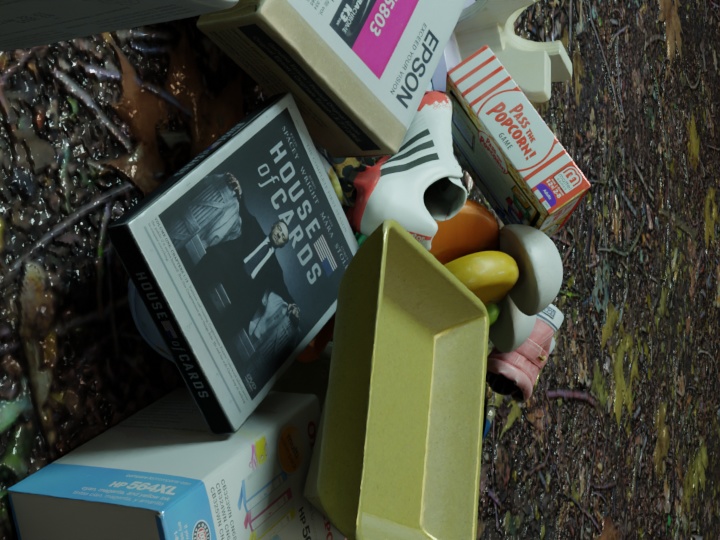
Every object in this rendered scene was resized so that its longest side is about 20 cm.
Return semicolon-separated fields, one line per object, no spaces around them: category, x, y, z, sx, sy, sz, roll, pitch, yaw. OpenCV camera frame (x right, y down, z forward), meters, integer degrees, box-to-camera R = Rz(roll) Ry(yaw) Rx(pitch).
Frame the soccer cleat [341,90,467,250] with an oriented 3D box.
soccer cleat;0.052;-0.082;0.863;0.200;0.085;0.069;-55;166;-51

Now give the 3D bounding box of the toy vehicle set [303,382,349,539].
toy vehicle set;0.016;0.097;0.781;0.124;0.026;0.201;55;40;-48

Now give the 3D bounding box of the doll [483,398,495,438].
doll;0.114;0.146;1.164;0.136;0.048;0.202;26;67;-60

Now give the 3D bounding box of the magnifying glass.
magnifying glass;0.000;0.000;0.860;0.022;0.079;0.200;50;46;-19

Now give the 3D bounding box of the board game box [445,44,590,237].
board game box;0.136;-0.103;0.986;0.152;0.046;0.200;56;-2;8

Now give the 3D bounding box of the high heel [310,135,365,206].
high heel;0.019;-0.137;0.919;0.201;0.142;0.071;66;-7;-27

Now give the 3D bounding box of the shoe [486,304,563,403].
shoe;0.162;0.092;1.138;0.091;0.071;0.200;-59;171;-11

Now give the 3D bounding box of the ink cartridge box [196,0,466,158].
ink cartridge box;-0.005;-0.211;0.786;0.165;0.075;0.201;39;67;-38

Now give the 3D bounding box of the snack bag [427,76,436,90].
snack bag;0.047;-0.190;1.061;0.189;0.021;0.202;46;41;-52

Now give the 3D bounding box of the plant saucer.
plant saucer;0.029;0.093;0.720;0.200;0.048;0.202;38;53;-58

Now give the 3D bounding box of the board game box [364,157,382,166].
board game box;0.032;-0.094;1.056;0.200;0.023;0.105;55;41;-43

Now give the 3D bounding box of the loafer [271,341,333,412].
loafer;-0.039;0.090;0.880;0.199;0.075;0.069;21;79;-45

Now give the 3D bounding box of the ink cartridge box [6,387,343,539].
ink cartridge box;-0.105;0.163;0.703;0.200;0.124;0.130;-31;116;-56

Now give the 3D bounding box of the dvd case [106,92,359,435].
dvd case;-0.071;-0.012;0.711;0.200;0.025;0.151;-50;122;-48

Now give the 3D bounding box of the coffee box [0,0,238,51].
coffee box;-0.193;-0.223;0.491;0.199;0.198;0.200;-4;92;-60

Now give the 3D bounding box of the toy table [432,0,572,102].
toy table;0.145;-0.253;1.135;0.184;0.116;0.202;29;56;-60

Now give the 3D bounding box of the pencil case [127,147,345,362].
pencil case;-0.085;-0.015;0.784;0.091;0.083;0.200;48;43;-10

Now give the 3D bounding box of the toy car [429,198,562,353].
toy car;0.074;0.005;0.981;0.200;0.174;0.151;104;-33;-64
